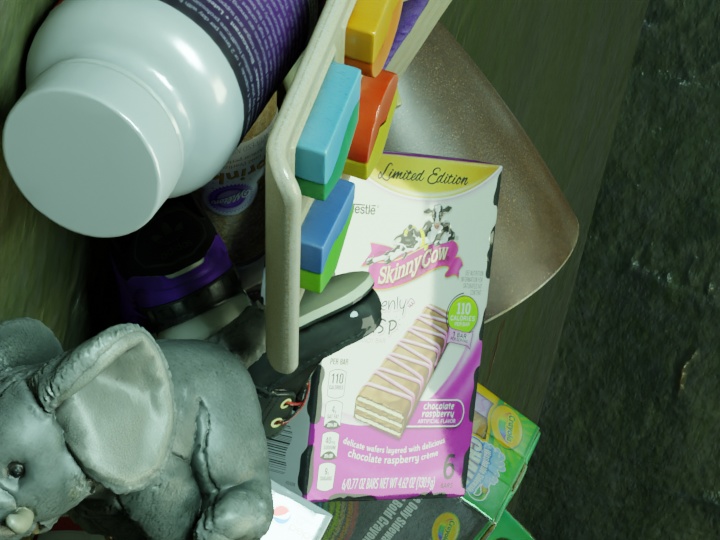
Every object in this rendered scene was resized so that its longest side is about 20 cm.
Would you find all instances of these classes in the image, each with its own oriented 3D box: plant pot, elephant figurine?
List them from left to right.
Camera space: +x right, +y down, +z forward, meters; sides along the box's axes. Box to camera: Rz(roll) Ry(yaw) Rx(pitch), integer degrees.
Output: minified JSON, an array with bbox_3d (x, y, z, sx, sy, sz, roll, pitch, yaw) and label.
[{"bbox_3d":[-0.142,0.082,1.389,0.141,0.199,0.156,-38,-133,25],"label":"elephant figurine"},{"bbox_3d":[0.019,-0.081,1.784,0.201,0.186,0.187,66,31,-23],"label":"plant pot"}]

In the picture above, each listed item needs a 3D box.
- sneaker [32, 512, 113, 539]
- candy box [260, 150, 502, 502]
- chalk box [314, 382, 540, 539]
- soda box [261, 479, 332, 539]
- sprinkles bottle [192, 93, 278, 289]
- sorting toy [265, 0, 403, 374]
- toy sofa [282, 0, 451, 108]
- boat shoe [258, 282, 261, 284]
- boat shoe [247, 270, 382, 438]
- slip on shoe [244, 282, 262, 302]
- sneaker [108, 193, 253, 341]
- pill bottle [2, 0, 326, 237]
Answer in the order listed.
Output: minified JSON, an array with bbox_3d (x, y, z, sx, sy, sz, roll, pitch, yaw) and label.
[{"bbox_3d":[-0.163,0.161,1.549,0.112,0.071,0.201,-41,-143,19],"label":"sneaker"},{"bbox_3d":[0.008,0.030,1.622,0.136,0.061,0.202,2,95,-45],"label":"candy box"},{"bbox_3d":[0.037,0.146,1.916,0.125,0.199,0.124,-52,-177,35],"label":"chalk box"},{"bbox_3d":[-0.073,0.168,1.619,0.068,0.063,0.200,-61,-176,-16],"label":"soda box"},{"bbox_3d":[-0.080,-0.069,1.620,0.201,0.068,0.069,92,20,-56],"label":"sprinkles bottle"},{"bbox_3d":[-0.010,-0.073,1.408,0.186,0.036,0.201,93,11,-58],"label":"sorting toy"},{"bbox_3d":[-0.009,-0.150,1.568,0.097,0.083,0.200,-18,166,-21],"label":"toy sofa"},{"bbox_3d":[-0.055,0.012,1.882,0.200,0.070,0.070,70,40,-72],"label":"boat shoe"},{"bbox_3d":[-0.054,0.057,1.540,0.201,0.063,0.074,-30,-176,40],"label":"boat shoe"},{"bbox_3d":[-0.088,0.065,1.704,0.060,0.076,0.200,-34,-179,-34],"label":"slip on shoe"},{"bbox_3d":[-0.108,-0.009,1.570,0.069,0.100,0.200,-27,-175,-10],"label":"sneaker"},{"bbox_3d":[-0.095,-0.105,1.359,0.200,0.111,0.112,-60,165,-48],"label":"pill bottle"}]
